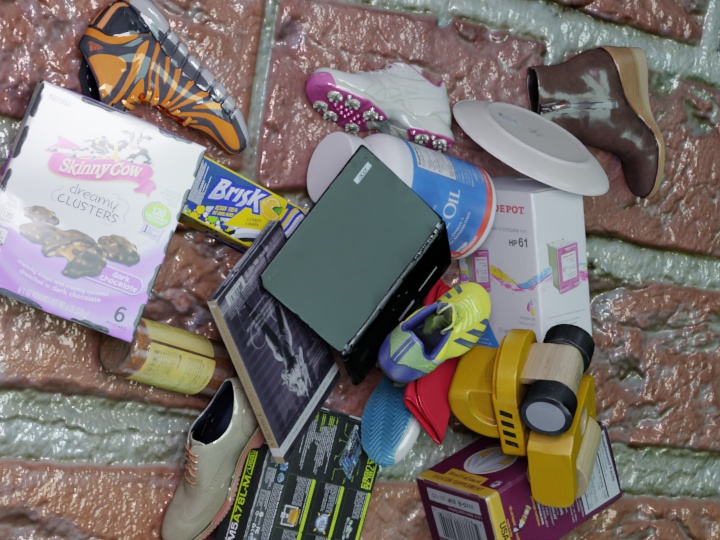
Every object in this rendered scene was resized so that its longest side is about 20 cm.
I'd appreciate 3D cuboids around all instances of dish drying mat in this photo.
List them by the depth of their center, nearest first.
[{"bbox_3d":[0.086,0.094,1.791,0.077,0.018,0.200,54,32,-29],"label":"dish drying mat"}]

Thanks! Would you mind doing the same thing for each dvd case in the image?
[{"bbox_3d":[-0.084,0.071,1.650,0.149,0.016,0.200,-56,133,-48],"label":"dvd case"}]

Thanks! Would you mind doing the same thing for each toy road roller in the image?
[{"bbox_3d":[0.180,0.153,1.786,0.123,0.145,0.200,-64,151,-44],"label":"toy road roller"}]

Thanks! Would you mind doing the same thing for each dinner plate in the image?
[{"bbox_3d":[0.198,-0.148,1.848,0.200,0.200,0.024,8,119,-37],"label":"dinner plate"}]

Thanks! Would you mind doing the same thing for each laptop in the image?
[{"bbox_3d":[0.000,0.000,1.692,0.177,0.103,0.200,-52,164,-10],"label":"laptop"}]

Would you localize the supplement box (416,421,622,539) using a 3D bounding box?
[{"bbox_3d":[0.188,0.254,1.912,0.200,0.131,0.104,-26,110,-33],"label":"supplement box"}]

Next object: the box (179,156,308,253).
[{"bbox_3d":[-0.136,-0.064,1.677,0.200,0.070,0.064,29,80,-35],"label":"box"}]

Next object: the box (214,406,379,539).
[{"bbox_3d":[-0.063,0.243,1.752,0.193,0.047,0.201,22,81,-52],"label":"box"}]

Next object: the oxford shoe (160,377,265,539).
[{"bbox_3d":[-0.160,0.194,1.665,0.074,0.071,0.200,24,94,-47],"label":"oxford shoe"}]

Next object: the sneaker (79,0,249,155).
[{"bbox_3d":[-0.206,-0.170,1.621,0.200,0.078,0.112,48,70,-18],"label":"sneaker"}]

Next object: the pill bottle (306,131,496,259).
[{"bbox_3d":[0.043,-0.086,1.784,0.200,0.112,0.113,15,85,-36],"label":"pill bottle"}]

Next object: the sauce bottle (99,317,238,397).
[{"bbox_3d":[-0.174,0.097,1.665,0.200,0.066,0.066,23,81,-44],"label":"sauce bottle"}]

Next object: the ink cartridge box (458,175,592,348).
[{"bbox_3d":[0.186,-0.004,1.877,0.084,0.144,0.201,-11,101,-35],"label":"ink cartridge box"}]

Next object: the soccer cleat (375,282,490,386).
[{"bbox_3d":[0.092,0.057,1.731,0.065,0.084,0.200,46,40,9],"label":"soccer cleat"}]

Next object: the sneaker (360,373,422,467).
[{"bbox_3d":[0.061,0.142,1.809,0.081,0.076,0.200,52,42,-31],"label":"sneaker"}]

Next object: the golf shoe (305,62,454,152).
[{"bbox_3d":[0.022,-0.193,1.793,0.200,0.075,0.092,21,67,-38],"label":"golf shoe"}]

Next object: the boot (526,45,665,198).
[{"bbox_3d":[0.284,-0.171,1.999,0.166,0.072,0.201,-16,105,-22],"label":"boot"}]

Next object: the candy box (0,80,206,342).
[{"bbox_3d":[-0.261,-0.057,1.536,0.167,0.072,0.201,21,90,-16],"label":"candy box"}]
